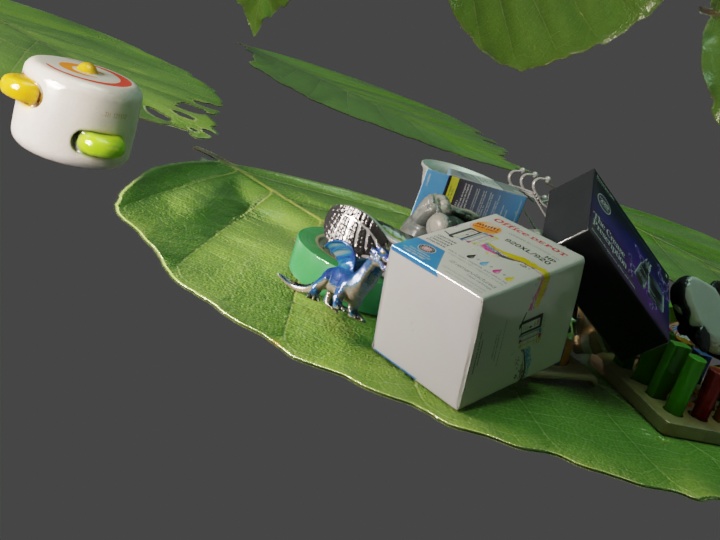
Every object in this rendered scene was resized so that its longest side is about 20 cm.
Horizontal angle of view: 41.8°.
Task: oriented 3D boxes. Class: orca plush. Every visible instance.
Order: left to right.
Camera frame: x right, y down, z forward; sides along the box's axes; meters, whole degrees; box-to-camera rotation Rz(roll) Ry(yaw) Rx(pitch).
[{"bbox_3d":[0.482,0.074,1.321,0.198,0.107,0.071,24,-18,-33],"label":"orca plush"}]

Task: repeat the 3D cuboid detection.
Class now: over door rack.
[{"bbox_3d":[0.336,-0.083,1.670,0.066,0.203,0.148,-23,14,-3],"label":"over door rack"}]

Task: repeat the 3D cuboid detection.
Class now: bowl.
[{"bbox_3d":[0.203,-0.148,1.919,0.198,0.092,0.201,19,17,-6],"label":"bowl"}]

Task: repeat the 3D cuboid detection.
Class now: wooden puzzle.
[{"bbox_3d":[0.206,0.087,1.281,0.197,0.047,0.185,11,19,-26],"label":"wooden puzzle"}]

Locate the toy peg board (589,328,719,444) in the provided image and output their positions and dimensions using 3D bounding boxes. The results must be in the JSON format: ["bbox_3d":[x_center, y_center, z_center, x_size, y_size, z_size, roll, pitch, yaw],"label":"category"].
[{"bbox_3d":[0.456,0.144,1.295,0.196,0.099,0.200,13,19,-21],"label":"toy peg board"}]

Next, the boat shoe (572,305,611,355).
[{"bbox_3d":[0.330,0.044,1.347,0.075,0.072,0.201,-18,26,28],"label":"boat shoe"}]

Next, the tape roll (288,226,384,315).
[{"bbox_3d":[0.000,0.000,1.316,0.197,0.049,0.201,18,17,-6],"label":"tape roll"}]

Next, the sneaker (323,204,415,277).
[{"bbox_3d":[0.039,-0.025,1.255,0.198,0.075,0.081,32,13,14],"label":"sneaker"}]

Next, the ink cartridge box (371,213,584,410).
[{"bbox_3d":[0.141,0.040,1.116,0.198,0.147,0.146,-17,36,-42],"label":"ink cartridge box"}]

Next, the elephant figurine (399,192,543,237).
[{"bbox_3d":[0.170,-0.044,1.506,0.197,0.143,0.156,0,39,-33],"label":"elephant figurine"}]

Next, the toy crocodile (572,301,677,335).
[{"bbox_3d":[0.400,0.081,1.424,0.197,0.069,0.061,-4,1,-29],"label":"toy crocodile"}]

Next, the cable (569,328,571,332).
[{"bbox_3d":[0.262,0.064,1.356,0.098,0.050,0.200,53,11,5],"label":"cable"}]

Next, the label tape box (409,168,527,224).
[{"bbox_3d":[0.169,-0.093,1.621,0.197,0.145,0.066,13,19,-20],"label":"label tape box"}]

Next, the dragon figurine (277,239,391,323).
[{"bbox_3d":[-0.019,0.001,1.170,0.058,0.101,0.199,29,-8,-36],"label":"dragon figurine"}]

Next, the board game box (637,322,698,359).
[{"bbox_3d":[0.500,0.108,1.505,0.101,0.020,0.199,-7,5,26],"label":"board game box"}]

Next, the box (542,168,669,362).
[{"bbox_3d":[0.321,-0.007,1.227,0.200,0.078,0.142,49,33,-21],"label":"box"}]

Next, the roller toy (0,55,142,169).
[{"bbox_3d":[-0.432,-0.249,1.439,0.197,0.142,0.183,18,16,-2],"label":"roller toy"}]
